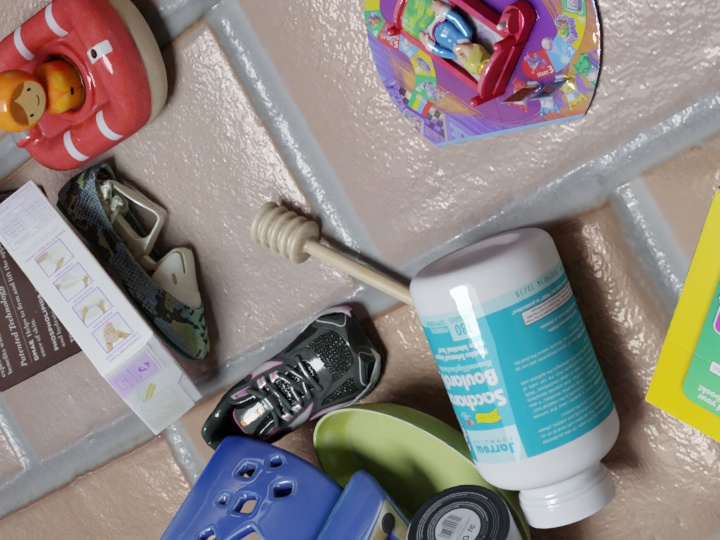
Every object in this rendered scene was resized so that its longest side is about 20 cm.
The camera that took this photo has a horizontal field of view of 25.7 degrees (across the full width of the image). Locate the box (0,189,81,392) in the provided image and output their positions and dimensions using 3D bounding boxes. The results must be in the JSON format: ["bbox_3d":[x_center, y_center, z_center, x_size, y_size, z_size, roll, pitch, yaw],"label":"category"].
[{"bbox_3d":[-0.395,0.035,1.486,0.165,0.200,0.165,-4,108,42],"label":"box"}]

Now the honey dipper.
[{"bbox_3d":[0.000,0.000,1.247,0.199,0.038,0.038,27,126,26],"label":"honey dipper"}]

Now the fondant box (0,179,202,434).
[{"bbox_3d":[-0.231,0.033,1.371,0.200,0.058,0.144,47,171,27],"label":"fondant box"}]

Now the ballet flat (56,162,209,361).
[{"bbox_3d":[-0.187,-0.013,1.384,0.200,0.074,0.074,48,133,6],"label":"ballet flat"}]

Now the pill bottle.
[{"bbox_3d":[0.117,0.079,1.133,0.110,0.111,0.201,-14,101,43],"label":"pill bottle"}]

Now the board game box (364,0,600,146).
[{"bbox_3d":[0.070,-0.166,1.100,0.199,0.039,0.159,-7,106,42],"label":"board game box"}]

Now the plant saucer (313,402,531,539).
[{"bbox_3d":[0.053,0.170,1.251,0.199,0.031,0.201,26,146,19],"label":"plant saucer"}]

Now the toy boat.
[{"bbox_3d":[-0.258,-0.154,1.324,0.199,0.130,0.131,-24,95,44],"label":"toy boat"}]

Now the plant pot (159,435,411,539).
[{"bbox_3d":[-0.042,0.270,1.259,0.179,0.201,0.200,2,139,40],"label":"plant pot"}]

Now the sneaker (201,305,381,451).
[{"bbox_3d":[-0.062,0.106,1.316,0.080,0.086,0.200,51,133,6],"label":"sneaker"}]

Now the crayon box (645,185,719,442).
[{"bbox_3d":[0.299,0.054,1.003,0.199,0.058,0.173,31,129,26],"label":"crayon box"}]

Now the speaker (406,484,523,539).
[{"bbox_3d":[0.103,0.253,1.199,0.081,0.081,0.201,11,144,36],"label":"speaker"}]
